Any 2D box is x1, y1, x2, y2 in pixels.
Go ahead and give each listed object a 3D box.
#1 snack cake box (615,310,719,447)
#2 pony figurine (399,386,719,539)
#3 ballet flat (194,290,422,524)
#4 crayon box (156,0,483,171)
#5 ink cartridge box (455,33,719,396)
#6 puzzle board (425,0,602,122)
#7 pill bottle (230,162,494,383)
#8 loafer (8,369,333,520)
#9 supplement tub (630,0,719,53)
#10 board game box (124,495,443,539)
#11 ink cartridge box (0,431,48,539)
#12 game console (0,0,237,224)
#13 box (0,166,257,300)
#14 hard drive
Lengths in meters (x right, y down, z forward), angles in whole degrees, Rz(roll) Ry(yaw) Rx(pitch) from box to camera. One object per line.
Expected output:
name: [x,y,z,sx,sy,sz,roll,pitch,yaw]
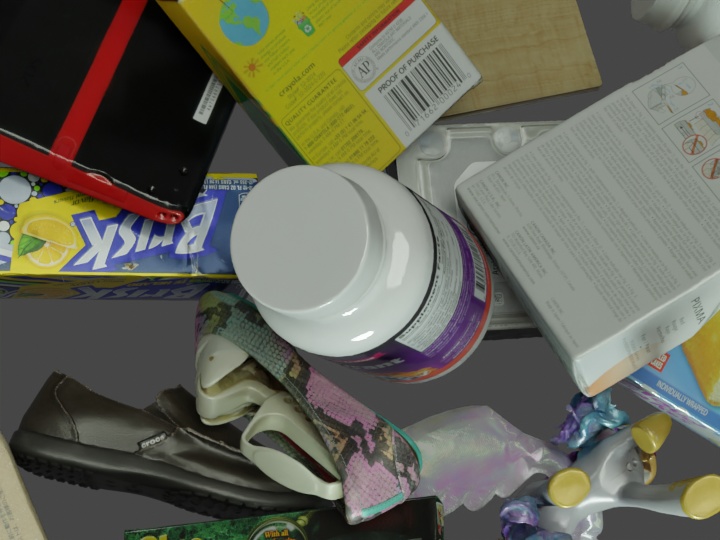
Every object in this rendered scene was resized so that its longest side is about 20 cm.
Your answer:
snack cake box: [0.245,0.054,1.366,0.200,0.067,0.115,31,85,-14]
pony figurine: [0.117,0.144,1.298,0.193,0.200,0.167,-30,92,-2]
ballet flat: [-0.050,0.080,1.273,0.071,0.069,0.200,-30,51,-30]
crayon box: [-0.033,-0.155,1.328,0.127,0.051,0.200,-43,111,-12]
ink cartridge box: [0.179,-0.038,1.314,0.200,0.050,0.162,-29,52,-4]
puzzle board: [0.046,-0.170,1.430,0.199,0.017,0.151,-12,75,-15]
pill bottle: [0.000,0.000,1.264,0.111,0.200,0.112,-4,78,19]
loafer: [-0.108,0.103,1.305,0.199,0.073,0.072,14,74,-9]
supplement tub: [0.291,-0.190,1.420,0.199,0.144,0.145,18,74,-7]
board game box: [-0.047,0.193,1.263,0.199,0.023,0.105,-8,67,19]
ink cartridge box: [-0.244,0.217,1.250,0.164,0.075,0.201,-22,83,-14]
game console: [-0.161,-0.131,1.341,0.176,0.031,0.200,24,52,-6]
box: [-0.163,-0.021,1.329,0.199,0.064,0.070,1,76,-11]
hard drive: [0.120,-0.027,1.403,0.199,0.038,0.140,-2,77,-11]
